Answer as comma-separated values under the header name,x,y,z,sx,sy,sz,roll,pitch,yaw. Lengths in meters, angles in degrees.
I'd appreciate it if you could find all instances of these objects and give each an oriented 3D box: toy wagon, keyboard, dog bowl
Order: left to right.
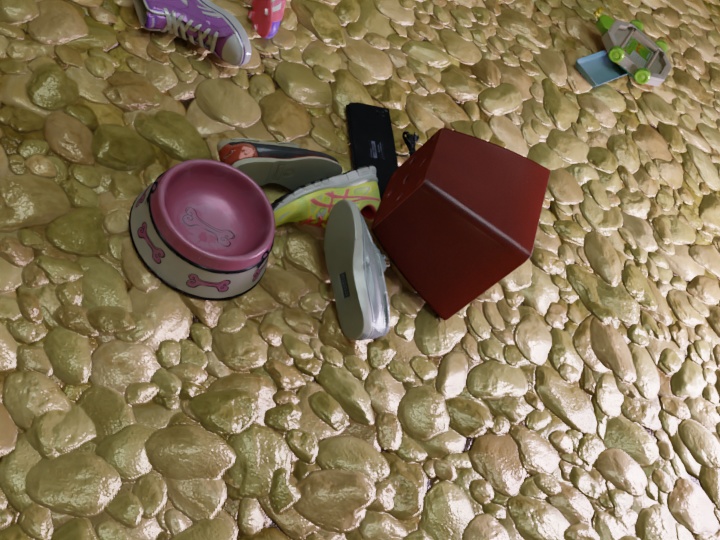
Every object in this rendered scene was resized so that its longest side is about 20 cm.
name,x,y,z,sx,sy,sz,roll,pitch,yaw
dog bowl,-0.203,-0.063,1.456,0.200,0.074,0.200,18,49,-21
keyboard,0.042,-0.184,1.744,0.127,0.021,0.200,8,54,-21
toy wagon,0.555,-0.466,2.251,0.200,0.040,0.155,40,45,0

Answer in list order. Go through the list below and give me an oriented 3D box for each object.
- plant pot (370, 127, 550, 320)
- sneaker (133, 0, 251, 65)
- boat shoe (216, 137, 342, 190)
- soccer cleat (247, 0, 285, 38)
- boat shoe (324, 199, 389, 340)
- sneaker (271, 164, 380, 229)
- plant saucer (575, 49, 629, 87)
name,x,y,z,sx,sy,sz,roll,pitch,yaw
plant pot,0.134,-0.086,1.587,0.176,0.200,0.200,36,45,-14
sneaker,-0.265,-0.368,1.654,0.200,0.073,0.114,42,48,16
boat shoe,-0.116,-0.158,1.588,0.200,0.071,0.063,-1,46,-37
soccer cleat,-0.145,-0.458,1.801,0.076,0.067,0.200,13,49,-31
boat shoe,0.001,0.000,1.531,0.071,0.070,0.201,3,74,-43
sneaker,-0.046,-0.088,1.578,0.200,0.078,0.090,-20,92,-29
plant saucer,0.510,-0.418,2.223,0.200,0.019,0.070,-26,74,-42
